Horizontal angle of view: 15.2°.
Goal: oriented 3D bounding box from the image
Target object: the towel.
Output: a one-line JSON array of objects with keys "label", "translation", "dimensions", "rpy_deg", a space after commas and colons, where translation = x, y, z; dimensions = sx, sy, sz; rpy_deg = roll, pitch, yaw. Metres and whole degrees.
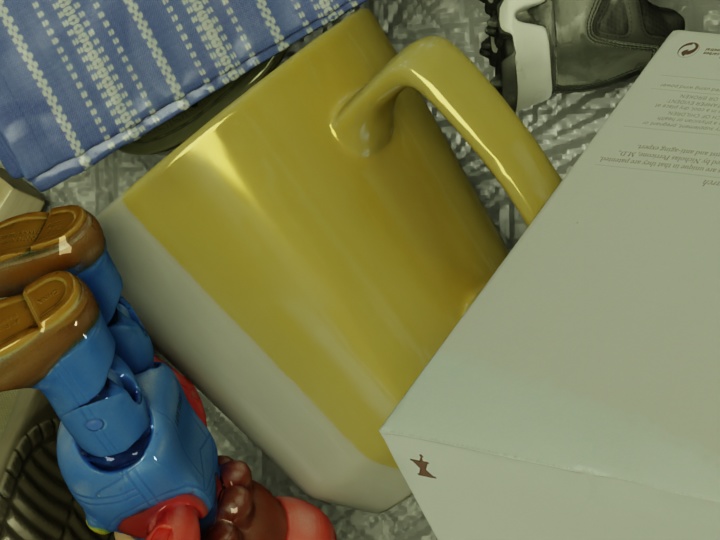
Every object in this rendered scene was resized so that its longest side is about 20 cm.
[{"label": "towel", "translation": [-0.074, -0.137, 0.997], "dimensions": [0.199, 0.024, 0.145], "rpy_deg": [-30, 105, -2]}]

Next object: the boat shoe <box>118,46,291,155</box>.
[{"label": "boat shoe", "translation": [-0.035, -0.130, 1.058], "dimensions": [0.075, 0.068, 0.201], "rpy_deg": [37, 102, 10]}]

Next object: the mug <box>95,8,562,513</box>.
[{"label": "mug", "translation": [-0.007, 0.006, 1.004], "dimensions": [0.149, 0.187, 0.154], "rpy_deg": [-38, 91, -7]}]

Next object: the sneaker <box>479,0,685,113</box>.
[{"label": "sneaker", "translation": [0.084, -0.161, 1.036], "dimensions": [0.090, 0.066, 0.202], "rpy_deg": [-5, 82, -2]}]

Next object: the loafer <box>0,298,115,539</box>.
[{"label": "loafer", "translation": [-0.133, 0.074, 1.046], "dimensions": [0.068, 0.201, 0.076], "rpy_deg": [-18, 129, 28]}]

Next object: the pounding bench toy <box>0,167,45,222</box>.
[{"label": "pounding bench toy", "translation": [-0.235, -0.059, 1.058], "dimensions": [0.199, 0.156, 0.125], "rpy_deg": [26, 96, 11]}]

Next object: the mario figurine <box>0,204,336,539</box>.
[{"label": "mario figurine", "translation": [-0.090, 0.082, 0.971], "dimensions": [0.105, 0.124, 0.201], "rpy_deg": [3, 133, 42]}]

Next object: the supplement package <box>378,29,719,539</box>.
[{"label": "supplement package", "translation": [0.154, 0.045, 0.889], "dimensions": [0.190, 0.148, 0.200], "rpy_deg": [10, 50, 41]}]
